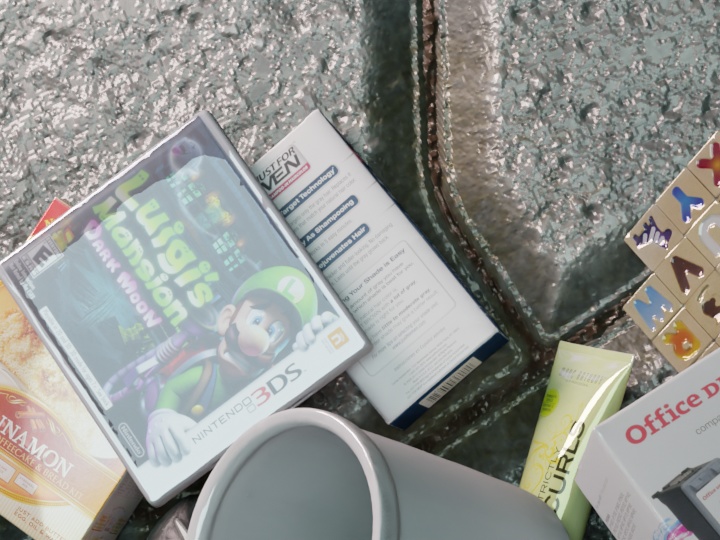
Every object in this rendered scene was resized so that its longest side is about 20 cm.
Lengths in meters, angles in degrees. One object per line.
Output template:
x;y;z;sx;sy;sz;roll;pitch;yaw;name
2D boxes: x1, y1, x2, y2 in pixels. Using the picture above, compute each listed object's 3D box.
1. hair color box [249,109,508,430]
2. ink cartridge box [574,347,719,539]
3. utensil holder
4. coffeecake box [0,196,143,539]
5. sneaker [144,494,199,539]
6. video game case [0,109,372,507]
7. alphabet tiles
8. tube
0.000;0.000;1.657;0.100;0.061;0.200;-40;77;3;hair color box
0.247;0.154;1.486;0.147;0.086;0.200;-30;70;-18;ink cartridge box
0.017;0.193;1.528;0.169;0.199;0.171;-20;60;39;utensil holder
-0.196;0.077;1.679;0.153;0.073;0.201;33;88;14;coffeecake box
-0.065;0.222;1.632;0.200;0.071;0.098;34;92;15;sneaker
-0.120;0.024;1.623;0.181;0.023;0.200;-36;77;2;video game case
0.264;0.009;1.588;0.167;0.006;0.200;-50;59;18;alphabet tiles
0.129;0.147;1.614;0.058;0.052;0.201;16;86;13;tube
